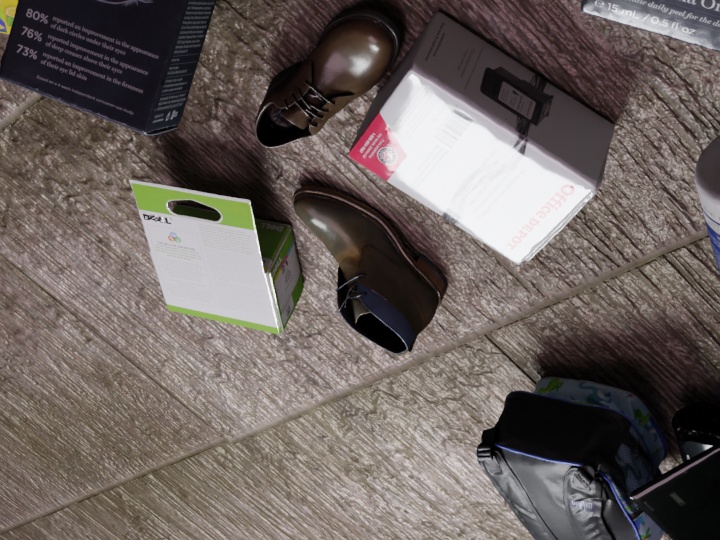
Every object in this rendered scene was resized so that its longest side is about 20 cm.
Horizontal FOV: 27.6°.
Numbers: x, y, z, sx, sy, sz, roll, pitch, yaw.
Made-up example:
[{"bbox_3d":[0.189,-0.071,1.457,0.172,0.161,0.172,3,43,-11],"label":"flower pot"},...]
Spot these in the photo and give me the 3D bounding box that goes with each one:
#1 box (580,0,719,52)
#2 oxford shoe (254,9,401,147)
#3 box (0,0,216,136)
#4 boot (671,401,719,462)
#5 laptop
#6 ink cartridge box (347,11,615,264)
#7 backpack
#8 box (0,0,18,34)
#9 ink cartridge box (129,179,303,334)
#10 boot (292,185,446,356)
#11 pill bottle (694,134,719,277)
[{"bbox_3d":[0.276,-0.267,1.047,0.194,0.118,0.201,17,140,10],"label":"box"},{"bbox_3d":[-0.032,-0.168,1.359,0.072,0.085,0.200,38,139,-13],"label":"oxford shoe"},{"bbox_3d":[-0.209,-0.239,1.280,0.146,0.104,0.202,21,102,6],"label":"box"},{"bbox_3d":[0.376,0.219,1.580,0.075,0.200,0.170,-19,101,-7],"label":"boot"},{"bbox_3d":[0.400,0.198,1.465,0.199,0.117,0.187,-35,114,27],"label":"laptop"},{"bbox_3d":[0.110,-0.116,1.338,0.198,0.084,0.145,31,141,-8],"label":"ink cartridge box"},{"bbox_3d":[0.249,0.220,1.588,0.182,0.147,0.201,5,136,45],"label":"backpack"},{"bbox_3d":[-0.288,-0.265,1.405,0.197,0.065,0.071,10,140,18],"label":"box"},{"bbox_3d":[-0.151,-0.036,1.584,0.146,0.076,0.202,11,139,19],"label":"ink cartridge box"},{"bbox_3d":[0.000,0.000,1.522,0.199,0.098,0.075,36,141,-14],"label":"boot"},{"bbox_3d":[0.365,-0.023,1.283,0.110,0.112,0.201,0,135,29],"label":"pill bottle"}]
